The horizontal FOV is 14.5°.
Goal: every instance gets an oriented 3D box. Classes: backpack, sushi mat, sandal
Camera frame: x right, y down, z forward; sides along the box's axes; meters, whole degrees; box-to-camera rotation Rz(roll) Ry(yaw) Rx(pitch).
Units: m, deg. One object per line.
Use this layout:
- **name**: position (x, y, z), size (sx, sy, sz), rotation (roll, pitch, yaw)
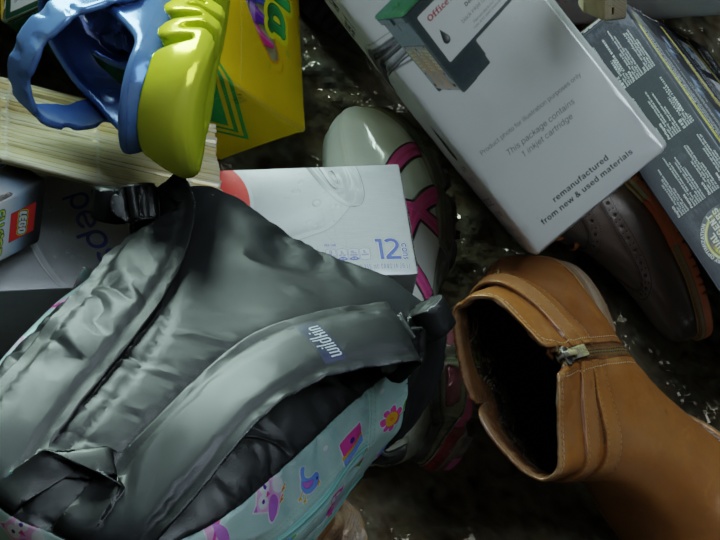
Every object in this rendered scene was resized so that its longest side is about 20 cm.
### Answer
- **backpack**: position (-0.075, 0.070, 1.136), size (0.166, 0.127, 0.200), rotation (22, 45, 23)
- **sushi mat**: position (-0.156, -0.067, 1.233), size (0.199, 0.012, 0.096), rotation (14, 24, -15)
- **sandal**: position (-0.098, -0.113, 1.218), size (0.086, 0.080, 0.200), rotation (7, 28, 0)

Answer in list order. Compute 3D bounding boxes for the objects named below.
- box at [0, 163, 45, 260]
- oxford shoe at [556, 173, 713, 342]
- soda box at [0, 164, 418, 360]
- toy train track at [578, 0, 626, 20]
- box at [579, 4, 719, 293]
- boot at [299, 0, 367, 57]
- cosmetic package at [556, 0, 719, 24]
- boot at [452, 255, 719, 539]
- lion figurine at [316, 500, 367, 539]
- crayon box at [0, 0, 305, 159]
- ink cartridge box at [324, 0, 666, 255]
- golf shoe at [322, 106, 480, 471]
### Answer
- **box**: position (-0.244, -0.053, 1.225), size (0.200, 0.035, 0.110), rotation (33, 40, 27)
- **oxford shoe**: position (0.108, -0.035, 1.481), size (0.073, 0.071, 0.200), rotation (-37, 86, -11)
- **soda box**: position (-0.078, -0.001, 1.280), size (0.199, 0.068, 0.064), rotation (-2, 56, -10)
- **toy train track**: position (0.084, -0.165, 1.319), size (0.032, 0.115, 0.200), rotation (-5, 28, -10)
- **box**: position (0.198, -0.040, 1.491), size (0.201, 0.049, 0.161), rotation (57, 15, 16)
- **boot**: position (0.008, -0.210, 1.537), size (0.138, 0.077, 0.201), rotation (-12, 65, -44)
- **cosmetic package**: position (0.155, -0.240, 1.547), size (0.200, 0.199, 0.123), rotation (-67, 145, -43)
- **boot**: position (0.116, 0.081, 1.319), size (0.201, 0.076, 0.155), rotation (63, 17, 4)
- **lion figurine**: position (-0.093, 0.107, 1.221), size (0.200, 0.072, 0.123), rotation (35, 54, -11)
- **crayon box**: position (-0.100, -0.179, 1.383), size (0.172, 0.058, 0.201), rotation (31, 48, -49)
- **ink cartridge box**: position (0.050, -0.111, 1.358), size (0.200, 0.084, 0.146), rotation (51, 1, 0)
- **golf shoe**: position (0.000, 0.000, 1.366), size (0.092, 0.073, 0.201), rotation (8, 53, -25)
